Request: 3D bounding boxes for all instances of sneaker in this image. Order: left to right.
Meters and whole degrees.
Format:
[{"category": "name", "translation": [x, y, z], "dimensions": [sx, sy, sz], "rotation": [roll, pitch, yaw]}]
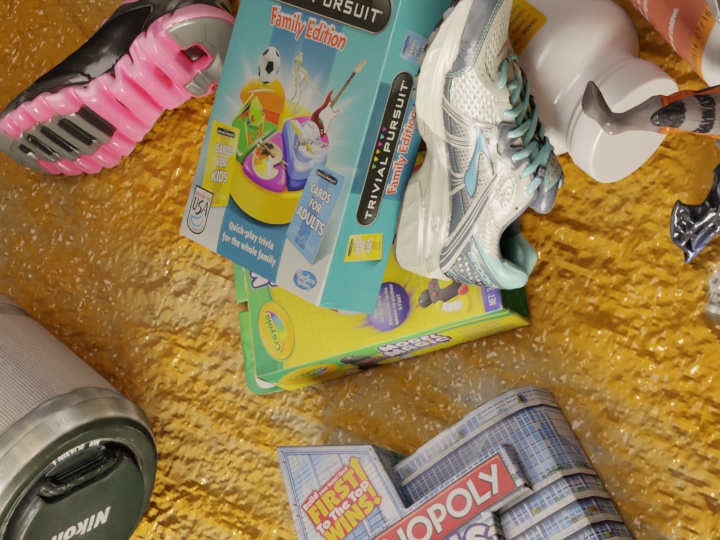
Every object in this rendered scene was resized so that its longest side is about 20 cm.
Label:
[{"category": "sneaker", "translation": [-0.163, -0.139, 1.453], "dimensions": [0.199, 0.079, 0.096], "rotation": [-27, 44, 20]}, {"category": "sneaker", "translation": [0.078, -0.077, 1.205], "dimensions": [0.086, 0.078, 0.201], "rotation": [19, 129, 18]}]

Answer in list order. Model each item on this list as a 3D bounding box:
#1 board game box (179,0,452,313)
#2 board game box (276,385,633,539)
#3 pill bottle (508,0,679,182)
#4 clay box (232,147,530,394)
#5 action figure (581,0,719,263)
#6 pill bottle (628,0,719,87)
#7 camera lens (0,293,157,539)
[{"category": "board game box", "translation": [-0.027, -0.094, 1.270], "dimensions": [0.151, 0.047, 0.201], "rotation": [25, 103, 49]}, {"category": "board game box", "translation": [0.044, 0.160, 1.256], "dimensions": [0.200, 0.062, 0.201], "rotation": [-37, 63, 16]}, {"category": "pill bottle", "translation": [0.094, -0.137, 1.280], "dimensions": [0.200, 0.104, 0.104], "rotation": [42, 98, 31]}, {"category": "clay box", "translation": [0.000, 0.000, 1.329], "dimensions": [0.199, 0.048, 0.116], "rotation": [-17, 69, 23]}, {"category": "action figure", "translation": [0.218, -0.064, 1.161], "dimensions": [0.200, 0.192, 0.105], "rotation": [-56, 25, 32]}, {"category": "pill bottle", "translation": [0.188, -0.203, 1.241], "dimensions": [0.112, 0.112, 0.200], "rotation": [-45, 61, 11]}, {"category": "camera lens", "translation": [-0.240, 0.109, 1.368], "dimensions": [0.200, 0.160, 0.161], "rotation": [36, 95, 31]}]
